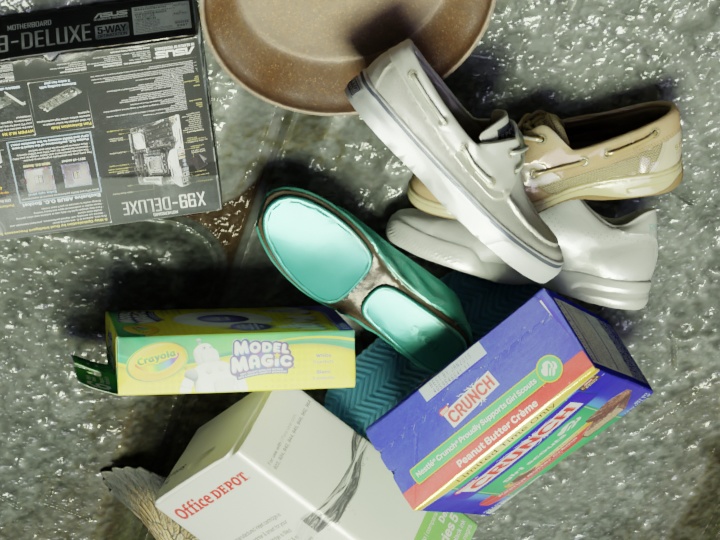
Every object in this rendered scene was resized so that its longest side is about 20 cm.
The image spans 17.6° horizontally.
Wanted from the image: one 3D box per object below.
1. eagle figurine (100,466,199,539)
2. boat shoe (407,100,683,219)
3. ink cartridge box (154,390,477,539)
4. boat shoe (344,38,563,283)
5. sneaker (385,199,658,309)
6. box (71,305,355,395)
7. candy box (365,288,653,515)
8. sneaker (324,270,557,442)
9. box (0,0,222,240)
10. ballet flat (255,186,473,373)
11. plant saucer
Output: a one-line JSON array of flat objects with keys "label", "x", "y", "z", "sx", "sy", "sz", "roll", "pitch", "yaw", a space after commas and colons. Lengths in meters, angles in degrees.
[{"label": "eagle figurine", "x": -0.124, "y": 0.252, "z": 1.874, "sx": 0.199, "sy": 0.153, "sz": 0.151, "roll": 13, "pitch": 150, "yaw": -29}, {"label": "boat shoe", "x": 0.129, "y": -0.084, "z": 1.648, "sx": 0.198, "sy": 0.071, "sz": 0.065, "roll": -9, "pitch": 122, "yaw": -6}, {"label": "ink cartridge box", "x": -0.036, "y": 0.186, "z": 1.772, "sx": 0.200, "sy": 0.084, "sz": 0.145, "roll": 39, "pitch": 144, "yaw": -12}, {"label": "boat shoe", "x": 0.080, "y": -0.076, "z": 1.573, "sx": 0.070, "sy": 0.071, "sz": 0.200, "roll": -41, "pitch": 106, "yaw": 13}, {"label": "sneaker", "x": 0.120, "y": -0.034, "z": 1.698, "sx": 0.198, "sy": 0.075, "sz": 0.089, "roll": 12, "pitch": 98, "yaw": -3}, {"label": "box", "x": -0.110, "y": 0.057, "z": 1.696, "sx": 0.198, "sy": 0.117, "sz": 0.049, "roll": -4, "pitch": 99, "yaw": -10}, {"label": "candy box", "x": 0.113, "y": 0.102, "z": 1.713, "sx": 0.169, "sy": 0.077, "sz": 0.200, "roll": -38, "pitch": 162, "yaw": 11}, {"label": "sneaker", "x": 0.067, "y": 0.063, "z": 1.775, "sx": 0.199, "sy": 0.077, "sz": 0.081, "roll": -35, "pitch": 155, "yaw": 14}, {"label": "box", "x": -0.198, "y": -0.100, "z": 1.574, "sx": 0.198, "sy": 0.050, "sz": 0.158, "roll": -9, "pitch": 135, "yaw": -3}, {"label": "ballet flat", "x": 0.000, "y": 0.000, "z": 1.690, "sx": 0.200, "sy": 0.071, "sz": 0.067, "roll": 39, "pitch": 109, "yaw": -20}, {"label": "plant saucer", "x": -0.009, "y": -0.190, "z": 1.536, "sx": 0.199, "sy": 0.037, "sz": 0.201, "roll": -5, "pitch": 134, "yaw": -5}]
